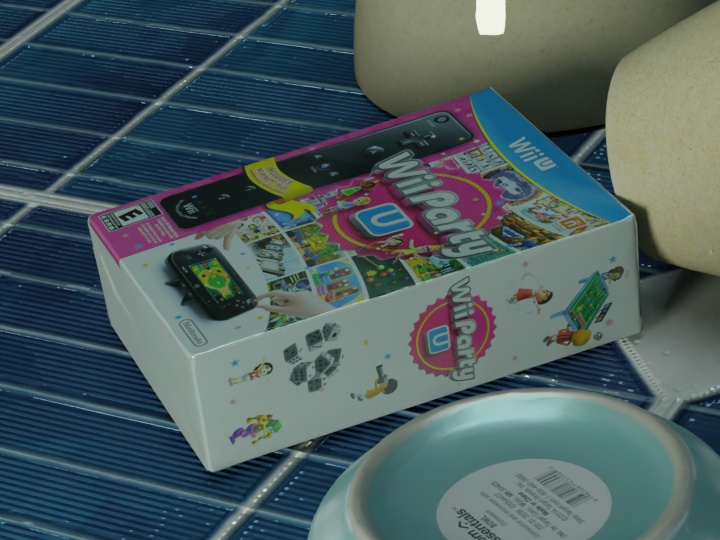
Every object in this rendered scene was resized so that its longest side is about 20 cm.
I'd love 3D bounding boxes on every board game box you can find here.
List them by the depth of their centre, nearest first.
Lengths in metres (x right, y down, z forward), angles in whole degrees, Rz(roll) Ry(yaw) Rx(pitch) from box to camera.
[{"bbox_3d":[0.000,0.000,1.100,0.200,0.064,0.148,-17,31,-16],"label":"board game box"}]

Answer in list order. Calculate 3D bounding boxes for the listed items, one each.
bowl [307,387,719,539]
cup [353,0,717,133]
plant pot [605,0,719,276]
[{"bbox_3d":[0.059,0.112,0.851,0.201,0.105,0.201,-7,29,4],"label":"bowl"},{"bbox_3d":[0.086,-0.178,1.300,0.200,0.143,0.200,-7,30,4],"label":"cup"},{"bbox_3d":[0.213,-0.061,1.062,0.200,0.187,0.187,-8,27,29],"label":"plant pot"}]
